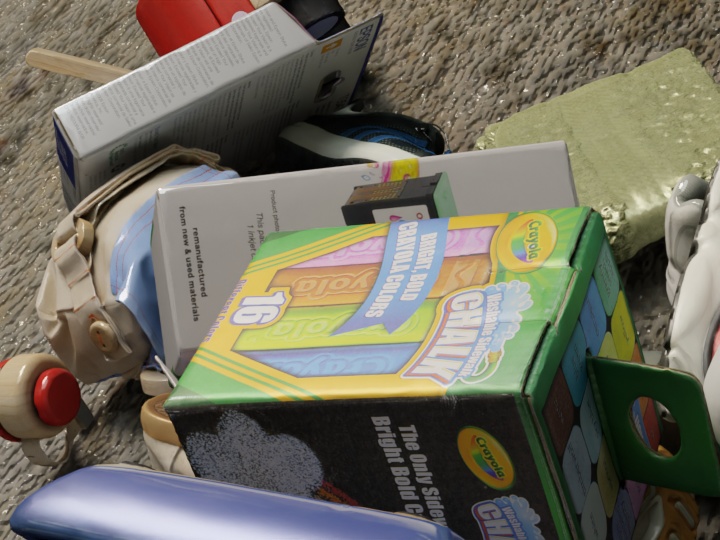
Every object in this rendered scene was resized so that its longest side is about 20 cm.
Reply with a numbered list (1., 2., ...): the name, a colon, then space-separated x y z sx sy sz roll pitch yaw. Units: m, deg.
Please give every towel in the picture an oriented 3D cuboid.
1. towel: 0.151 -0.064 1.038 0.148 0.037 0.200 -23 25 2

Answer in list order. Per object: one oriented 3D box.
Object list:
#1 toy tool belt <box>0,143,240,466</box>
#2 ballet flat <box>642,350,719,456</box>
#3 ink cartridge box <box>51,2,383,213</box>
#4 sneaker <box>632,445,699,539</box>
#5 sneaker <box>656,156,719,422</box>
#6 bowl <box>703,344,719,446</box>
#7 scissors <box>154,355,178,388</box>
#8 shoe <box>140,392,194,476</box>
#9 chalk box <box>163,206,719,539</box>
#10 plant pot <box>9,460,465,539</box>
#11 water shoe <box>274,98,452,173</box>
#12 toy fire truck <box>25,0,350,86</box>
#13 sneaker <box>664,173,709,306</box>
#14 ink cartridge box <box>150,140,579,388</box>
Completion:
1. toy tool belt: -0.112 0.016 0.998 0.122 0.125 0.200 -5 36 35
2. ballet flat: 0.150 0.071 0.845 0.199 0.068 0.067 10 38 22
3. ink cartridge box: -0.092 -0.098 1.114 0.199 0.043 0.196 -28 -8 -13
4. sneaker: 0.065 0.153 0.776 0.087 0.076 0.200 -4 31 50
5. sneaker: 0.192 0.001 0.822 0.084 0.077 0.201 16 53 11
6. bowl: 0.228 0.058 0.729 0.200 0.200 0.075 -48 11 -35
7. scissors: -0.040 0.113 0.805 0.014 0.200 0.073 -50 -13 25
8. shoe: -0.025 0.106 0.898 0.199 0.054 0.070 11 12 32
9. chalk box: 0.047 0.059 0.727 0.199 0.125 0.124 -3 35 24
10. plant pot: -0.028 0.178 0.610 0.199 0.200 0.181 6 67 30
11. water shoe: 0.027 -0.064 1.084 0.079 0.072 0.200 -35 37 -25
12. toy fire truck: -0.119 -0.155 1.202 0.199 0.129 0.176 -33 -8 2
13. sneaker: 0.250 -0.032 0.919 0.199 0.081 0.075 -16 32 3
14. ink cartridge box: 0.000 0.000 0.894 0.199 0.085 0.145 -7 -8 -9
